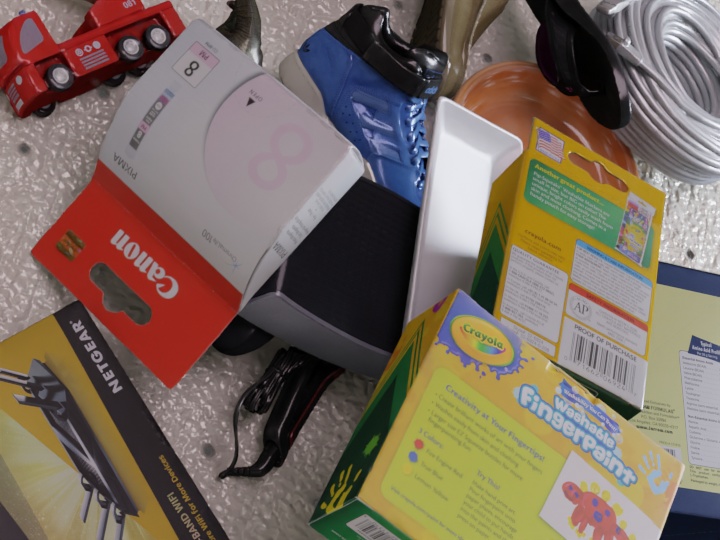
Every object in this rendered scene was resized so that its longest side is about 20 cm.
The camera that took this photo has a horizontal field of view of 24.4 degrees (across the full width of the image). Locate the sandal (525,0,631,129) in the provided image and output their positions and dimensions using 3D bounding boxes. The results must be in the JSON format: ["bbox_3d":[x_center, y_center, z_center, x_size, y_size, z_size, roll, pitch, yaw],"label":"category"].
[{"bbox_3d":[0.167,-0.196,1.412,0.048,0.076,0.202,-20,64,-15],"label":"sandal"}]

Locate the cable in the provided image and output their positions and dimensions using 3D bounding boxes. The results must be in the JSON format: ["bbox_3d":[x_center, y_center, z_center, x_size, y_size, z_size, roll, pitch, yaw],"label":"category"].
[{"bbox_3d":[0.282,-0.168,1.482,0.201,0.069,0.200,53,39,-2],"label":"cable"}]

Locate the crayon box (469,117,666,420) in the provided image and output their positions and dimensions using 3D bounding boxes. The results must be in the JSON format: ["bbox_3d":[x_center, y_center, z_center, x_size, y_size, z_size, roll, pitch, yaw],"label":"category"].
[{"bbox_3d":[0.147,0.003,1.181,0.125,0.052,0.201,28,50,-15],"label":"crayon box"}]

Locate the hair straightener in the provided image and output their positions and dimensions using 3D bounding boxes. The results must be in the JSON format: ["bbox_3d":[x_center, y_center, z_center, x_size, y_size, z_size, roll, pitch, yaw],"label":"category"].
[{"bbox_3d":[-0.053,0.066,1.212,0.201,0.041,0.077,-55,126,-28],"label":"hair straightener"}]

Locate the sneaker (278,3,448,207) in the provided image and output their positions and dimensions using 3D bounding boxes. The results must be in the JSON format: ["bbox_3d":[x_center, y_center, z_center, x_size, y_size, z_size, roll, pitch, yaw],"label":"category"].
[{"bbox_3d":[0.036,-0.115,1.296,0.201,0.111,0.077,53,18,2],"label":"sneaker"}]

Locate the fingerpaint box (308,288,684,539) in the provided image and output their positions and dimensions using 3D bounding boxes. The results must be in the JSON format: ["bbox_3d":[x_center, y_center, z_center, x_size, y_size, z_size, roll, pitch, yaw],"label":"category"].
[{"bbox_3d":[0.090,0.142,1.056,0.199,0.073,0.168,37,56,-13],"label":"fingerpaint box"}]

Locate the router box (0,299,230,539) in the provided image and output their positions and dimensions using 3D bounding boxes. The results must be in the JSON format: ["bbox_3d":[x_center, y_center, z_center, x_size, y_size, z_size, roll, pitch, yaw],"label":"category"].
[{"bbox_3d":[-0.201,0.143,1.087,0.157,0.052,0.201,-32,87,-36],"label":"router box"}]

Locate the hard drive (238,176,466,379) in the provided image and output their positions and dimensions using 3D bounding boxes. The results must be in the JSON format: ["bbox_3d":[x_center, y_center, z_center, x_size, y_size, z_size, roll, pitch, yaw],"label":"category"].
[{"bbox_3d":[0.000,0.000,1.198,0.199,0.042,0.137,26,70,-43],"label":"hard drive"}]

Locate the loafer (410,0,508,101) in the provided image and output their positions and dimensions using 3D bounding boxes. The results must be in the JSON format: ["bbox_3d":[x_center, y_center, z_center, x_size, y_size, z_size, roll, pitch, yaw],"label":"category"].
[{"bbox_3d":[0.090,-0.225,1.408,0.067,0.076,0.202,20,60,-14],"label":"loafer"}]

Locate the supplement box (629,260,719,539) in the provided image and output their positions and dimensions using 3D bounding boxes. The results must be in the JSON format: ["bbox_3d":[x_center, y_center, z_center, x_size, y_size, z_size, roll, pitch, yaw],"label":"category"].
[{"bbox_3d":[0.190,0.104,1.285,0.198,0.134,0.202,12,64,-27],"label":"supplement box"}]

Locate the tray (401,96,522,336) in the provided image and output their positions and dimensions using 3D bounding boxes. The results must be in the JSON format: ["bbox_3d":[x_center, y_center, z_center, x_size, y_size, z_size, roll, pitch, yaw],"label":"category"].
[{"bbox_3d":[0.070,-0.017,1.227,0.107,0.022,0.203,22,72,-47],"label":"tray"}]

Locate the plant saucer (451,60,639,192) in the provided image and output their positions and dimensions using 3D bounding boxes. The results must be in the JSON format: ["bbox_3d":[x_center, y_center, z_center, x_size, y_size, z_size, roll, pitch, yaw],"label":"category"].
[{"bbox_3d":[0.149,-0.079,1.403,0.198,0.037,0.202,13,62,-25],"label":"plant saucer"}]

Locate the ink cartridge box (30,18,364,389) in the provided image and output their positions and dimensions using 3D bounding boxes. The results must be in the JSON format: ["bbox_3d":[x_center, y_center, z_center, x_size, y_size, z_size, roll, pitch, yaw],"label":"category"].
[{"bbox_3d":[-0.118,-0.049,1.125,0.162,0.057,0.200,40,82,24],"label":"ink cartridge box"}]

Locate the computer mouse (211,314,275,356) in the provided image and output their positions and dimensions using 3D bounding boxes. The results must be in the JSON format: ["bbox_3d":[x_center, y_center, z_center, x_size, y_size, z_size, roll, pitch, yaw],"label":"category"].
[{"bbox_3d":[-0.060,-0.012,1.224,0.034,0.058,0.201,63,36,-30],"label":"computer mouse"}]

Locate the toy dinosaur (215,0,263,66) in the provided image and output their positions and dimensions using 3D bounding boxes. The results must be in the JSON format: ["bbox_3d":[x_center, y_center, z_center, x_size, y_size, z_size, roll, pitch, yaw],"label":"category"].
[{"bbox_3d":[-0.102,-0.139,1.222,0.077,0.200,0.103,37,17,-24],"label":"toy dinosaur"}]

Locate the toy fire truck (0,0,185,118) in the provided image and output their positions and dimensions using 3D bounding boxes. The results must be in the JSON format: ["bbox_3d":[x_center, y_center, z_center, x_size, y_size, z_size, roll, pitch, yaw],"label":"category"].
[{"bbox_3d":[-0.204,-0.209,1.243,0.199,0.049,0.142,-29,85,-35],"label":"toy fire truck"}]
